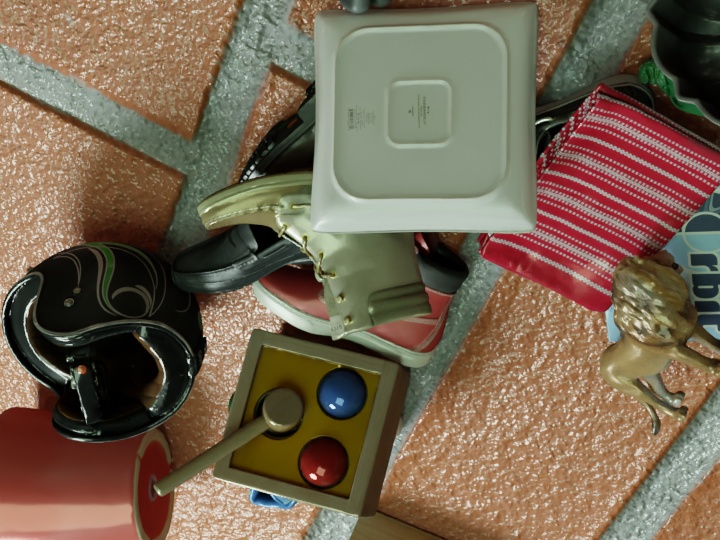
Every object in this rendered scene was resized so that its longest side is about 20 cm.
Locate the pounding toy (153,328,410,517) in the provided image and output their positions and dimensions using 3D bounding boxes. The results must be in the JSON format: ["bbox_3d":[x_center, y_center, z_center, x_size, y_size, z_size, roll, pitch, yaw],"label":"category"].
[{"bbox_3d":[-0.074,0.163,1.295,0.200,0.142,0.185,13,81,11],"label":"pounding toy"}]

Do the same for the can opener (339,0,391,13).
[{"bbox_3d":[0.006,-0.318,1.071,0.066,0.053,0.200,34,134,41],"label":"can opener"}]

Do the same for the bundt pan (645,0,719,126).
[{"bbox_3d":[0.326,-0.193,0.970,0.201,0.076,0.202,-5,79,29],"label":"bundt pan"}]

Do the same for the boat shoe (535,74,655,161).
[{"bbox_3d":[0.165,-0.109,1.133,0.200,0.064,0.071,-28,110,32],"label":"boat shoe"}]

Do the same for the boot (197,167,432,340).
[{"bbox_3d":[-0.040,-0.013,1.159,0.199,0.072,0.155,-9,88,-7],"label":"boot"}]

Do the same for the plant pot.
[{"bbox_3d":[-0.320,0.255,1.480,0.177,0.201,0.201,-3,121,9],"label":"plant pot"}]

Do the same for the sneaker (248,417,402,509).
[{"bbox_3d":[-0.044,0.211,1.391,0.200,0.105,0.076,-30,109,33],"label":"sneaker"}]

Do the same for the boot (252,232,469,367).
[{"bbox_3d":[0.000,0.000,1.264,0.200,0.072,0.144,19,125,-1],"label":"boot"}]

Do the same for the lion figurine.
[{"bbox_3d":[0.259,0.072,1.160,0.122,0.073,0.200,26,138,6],"label":"lion figurine"}]

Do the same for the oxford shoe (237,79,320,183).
[{"bbox_3d":[-0.050,-0.108,1.208,0.084,0.073,0.200,38,129,-17],"label":"oxford shoe"}]

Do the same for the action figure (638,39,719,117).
[{"bbox_3d":[0.328,-0.157,1.051,0.200,0.055,0.118,9,126,22],"label":"action figure"}]

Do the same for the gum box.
[{"bbox_3d":[0.317,-0.015,1.153,0.199,0.045,0.170,-1,121,20],"label":"gum box"}]

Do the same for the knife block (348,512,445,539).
[{"bbox_3d":[0.101,0.349,1.457,0.175,0.064,0.200,-19,113,28],"label":"knife block"}]

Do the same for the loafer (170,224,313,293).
[{"bbox_3d":[-0.100,-0.031,1.248,0.200,0.068,0.070,-16,134,17],"label":"loafer"}]

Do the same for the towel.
[{"bbox_3d":[0.209,-0.055,1.110,0.144,0.023,0.200,26,127,-12],"label":"towel"}]

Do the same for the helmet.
[{"bbox_3d":[-0.265,0.063,1.321,0.200,0.191,0.200,-10,123,-16],"label":"helmet"}]

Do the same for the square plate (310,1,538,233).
[{"bbox_3d":[0.053,-0.132,1.101,0.198,0.028,0.201,0,85,11],"label":"square plate"}]
